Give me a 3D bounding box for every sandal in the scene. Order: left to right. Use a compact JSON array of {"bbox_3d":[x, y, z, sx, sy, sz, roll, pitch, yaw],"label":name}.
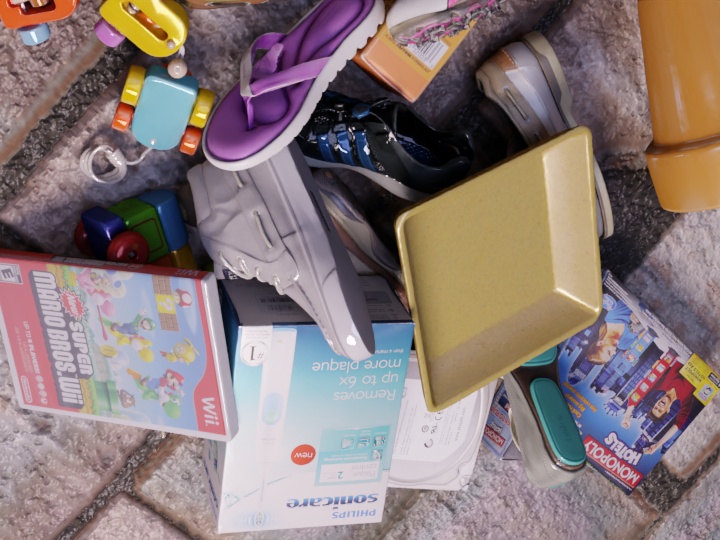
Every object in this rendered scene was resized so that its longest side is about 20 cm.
[{"bbox_3d":[-0.060,-0.160,0.990,0.203,0.082,0.050,-54,140,-25],"label":"sandal"}]

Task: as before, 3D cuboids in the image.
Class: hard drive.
[{"bbox_3d":[0.023,0.130,1.183,0.200,0.038,0.140,8,105,-23],"label":"hard drive"}]

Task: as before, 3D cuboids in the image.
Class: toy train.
[{"bbox_3d":[-0.195,-0.169,0.987,0.150,0.056,0.200,-13,126,12],"label":"toy train"},{"bbox_3d":[-0.146,0.026,1.062,0.116,0.085,0.200,-27,117,-25],"label":"toy train"}]

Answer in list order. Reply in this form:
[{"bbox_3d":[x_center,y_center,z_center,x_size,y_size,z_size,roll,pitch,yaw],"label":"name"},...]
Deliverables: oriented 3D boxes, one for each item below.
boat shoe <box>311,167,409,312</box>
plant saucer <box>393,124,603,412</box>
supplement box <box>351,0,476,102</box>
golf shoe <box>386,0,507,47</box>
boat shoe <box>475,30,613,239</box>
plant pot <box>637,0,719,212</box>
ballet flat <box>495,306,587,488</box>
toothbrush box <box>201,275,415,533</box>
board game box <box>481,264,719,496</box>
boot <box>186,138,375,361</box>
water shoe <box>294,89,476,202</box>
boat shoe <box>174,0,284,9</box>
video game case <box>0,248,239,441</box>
[{"bbox_3d":[0.000,0.000,1.113,0.072,0.076,0.200,-37,115,6],"label":"boat shoe"},{"bbox_3d":[0.111,-0.008,1.087,0.200,0.048,0.200,-27,126,-23],"label":"plant saucer"},{"bbox_3d":[0.073,-0.238,1.056,0.069,0.067,0.200,39,91,-25],"label":"supplement box"},{"bbox_3d":[0.096,-0.247,0.995,0.200,0.073,0.092,-34,91,-9],"label":"golf shoe"},{"bbox_3d":[0.162,-0.108,1.138,0.068,0.075,0.200,-27,109,-4],"label":"boat shoe"},{"bbox_3d":[0.329,-0.172,1.122,0.200,0.200,0.184,-24,99,-12],"label":"plant pot"},{"bbox_3d":[0.148,0.100,1.162,0.067,0.200,0.064,3,151,-31],"label":"ballet flat"},{"bbox_3d":[-0.048,0.110,1.067,0.146,0.085,0.200,0,118,-18],"label":"toothbrush box"},{"bbox_3d":[0.218,0.120,1.242,0.200,0.062,0.200,40,92,-28],"label":"board game box"},{"bbox_3d":[-0.064,-0.008,0.988,0.095,0.200,0.074,-26,162,10],"label":"boot"},{"bbox_3d":[0.000,-0.121,1.046,0.200,0.079,0.072,18,57,-20],"label":"water shoe"},{"bbox_3d":[-0.054,-0.241,1.004,0.200,0.068,0.072,-21,114,-13],"label":"boat shoe"},{"bbox_3d":[-0.195,0.057,1.004,0.200,0.017,0.143,6,119,22],"label":"video game case"}]
